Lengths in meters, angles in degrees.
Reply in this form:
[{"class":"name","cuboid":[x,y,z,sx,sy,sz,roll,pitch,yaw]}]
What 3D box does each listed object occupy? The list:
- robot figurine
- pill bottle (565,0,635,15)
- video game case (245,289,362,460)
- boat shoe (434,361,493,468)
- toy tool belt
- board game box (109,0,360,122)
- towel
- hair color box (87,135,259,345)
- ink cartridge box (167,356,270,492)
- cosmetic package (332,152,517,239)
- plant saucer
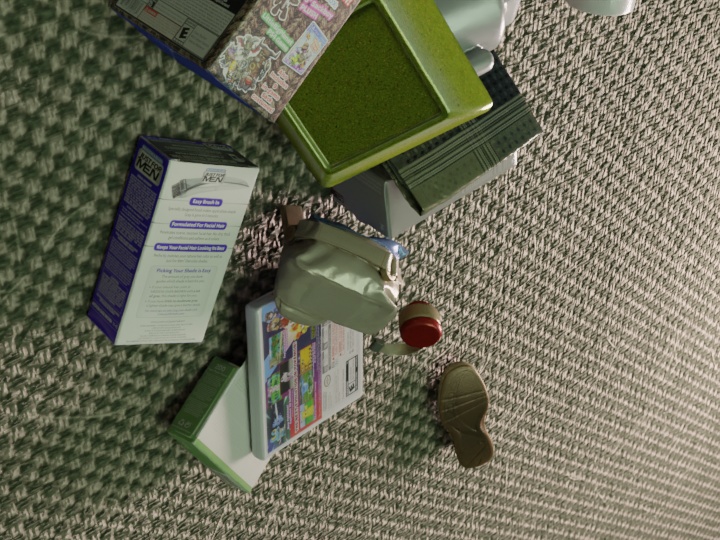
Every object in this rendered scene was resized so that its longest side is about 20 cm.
[{"class":"robot figurine","cuboid":[0.064,-0.252,1.176,0.200,0.170,0.113,-24,156,-17]},{"class":"pill bottle","cuboid":[0.288,-0.397,1.337,0.111,0.111,0.200,-22,131,-33]},{"class":"video game case","cuboid":[-0.061,0.096,1.373,0.182,0.023,0.200,-29,129,-44]},{"class":"boat shoe","cuboid":[0.143,0.196,1.674,0.073,0.063,0.200,-15,129,-5]},{"class":"toy tool belt","cuboid":[0.000,0.000,1.287,0.200,0.123,0.125,21,133,-22]},{"class":"board game box","cuboid":[-0.091,-0.258,1.021,0.200,0.159,0.097,-54,142,1]},{"class":"towel","cuboid":[0.077,-0.180,1.256,0.200,0.035,0.193,-33,93,-28]},{"class":"hair color box","cuboid":[-0.186,-0.027,1.169,0.109,0.065,0.200,1,118,-45]},{"class":"ink cartridge box","cuboid":[-0.122,0.141,1.371,0.200,0.048,0.146,-59,144,-19]},{"class":"cosmetic package","cuboid":[0.072,-0.129,1.321,0.200,0.107,0.090,-30,136,-29]},{"class":"plant saucer","cuboid":[-0.007,-0.181,1.112,0.200,0.048,0.200,-24,118,22]}]
